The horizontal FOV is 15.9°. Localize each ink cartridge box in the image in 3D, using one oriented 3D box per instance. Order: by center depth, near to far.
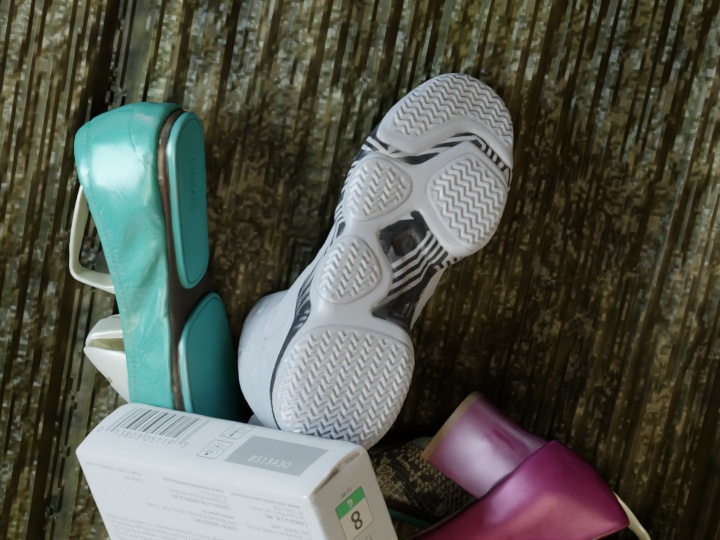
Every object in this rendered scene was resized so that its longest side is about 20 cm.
[{"bbox_3d":[-0.038,0.164,1.205,0.050,0.161,0.200,-40,122,-36],"label":"ink cartridge box"}]

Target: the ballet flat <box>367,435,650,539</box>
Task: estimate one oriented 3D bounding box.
[{"bbox_3d":[0.078,0.121,1.291,0.200,0.068,0.075,29,87,-6],"label":"ballet flat"}]

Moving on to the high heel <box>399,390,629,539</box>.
[{"bbox_3d":[0.039,0.161,1.220,0.096,0.067,0.200,38,112,16],"label":"high heel"}]

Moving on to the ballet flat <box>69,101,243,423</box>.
[{"bbox_3d":[-0.102,0.013,1.242,0.070,0.067,0.201,2,113,21],"label":"ballet flat"}]

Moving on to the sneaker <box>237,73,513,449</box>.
[{"bbox_3d":[0.000,0.000,1.234,0.075,0.115,0.200,29,73,-15],"label":"sneaker"}]
